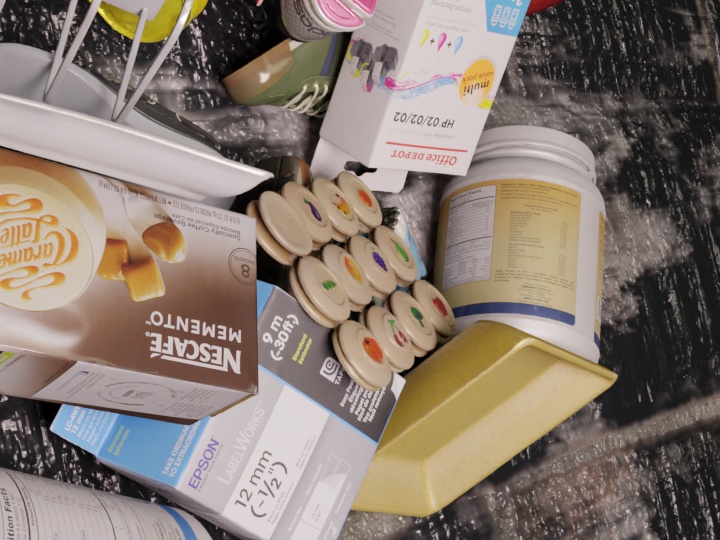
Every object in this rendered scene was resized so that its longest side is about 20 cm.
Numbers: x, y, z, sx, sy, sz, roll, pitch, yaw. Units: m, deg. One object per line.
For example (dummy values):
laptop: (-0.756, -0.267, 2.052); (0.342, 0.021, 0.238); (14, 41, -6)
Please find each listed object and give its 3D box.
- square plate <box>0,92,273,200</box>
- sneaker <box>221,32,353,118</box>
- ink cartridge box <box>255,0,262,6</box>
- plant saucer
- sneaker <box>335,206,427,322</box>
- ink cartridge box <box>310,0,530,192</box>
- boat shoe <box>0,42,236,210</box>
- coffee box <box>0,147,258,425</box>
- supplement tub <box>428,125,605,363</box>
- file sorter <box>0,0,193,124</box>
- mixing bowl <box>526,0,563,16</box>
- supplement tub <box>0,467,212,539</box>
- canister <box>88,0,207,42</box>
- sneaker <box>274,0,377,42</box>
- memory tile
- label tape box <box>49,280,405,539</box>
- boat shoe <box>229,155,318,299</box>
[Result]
square plate: (-0.165, -0.075, 0.771); (0.200, 0.198, 0.029); (15, 91, -17)
sneaker: (-0.023, -0.154, 1.079); (0.090, 0.067, 0.200); (60, 40, -9)
ink cartridge box: (-0.064, -0.279, 0.890); (0.067, 0.200, 0.116); (14, 62, -13)
plant saucer: (0.074, 0.107, 1.014); (0.200, 0.200, 0.049); (23, 32, -59)
sneaker: (0.012, 0.045, 1.056); (0.090, 0.078, 0.200); (49, 47, -31)
ink cartridge box: (0.044, -0.142, 1.057); (0.115, 0.068, 0.200); (1, 116, -44)
boat shoe: (-0.171, -0.096, 0.909); (0.200, 0.069, 0.057); (29, 23, -32)
coffee box: (-0.160, 0.011, 0.745); (0.200, 0.080, 0.115); (15, 61, -33)
supplement tub: (0.135, -0.008, 1.157); (0.144, 0.144, 0.200); (29, 58, -40)
file sorter: (-0.198, -0.188, 0.786); (0.200, 0.139, 0.125); (21, 56, -20)
mixing bowl: (0.094, -0.288, 1.189); (0.108, 0.200, 0.200); (-40, 116, -1)
supplement tub: (-0.187, 0.179, 0.749); (0.200, 0.132, 0.132); (22, 63, -42)
canister: (-0.138, -0.282, 0.977); (0.149, 0.086, 0.200); (52, 44, -26)
sneaker: (-0.031, -0.254, 1.008); (0.074, 0.087, 0.200); (17, 65, -34)
memory tile: (0.000, 0.000, 0.948); (0.153, 0.017, 0.200); (56, 23, 3)
label tape box: (-0.078, 0.087, 0.873); (0.200, 0.066, 0.144); (38, 69, -37)
boat shoe: (-0.060, 0.019, 0.992); (0.074, 0.076, 0.200); (20, 72, -49)
